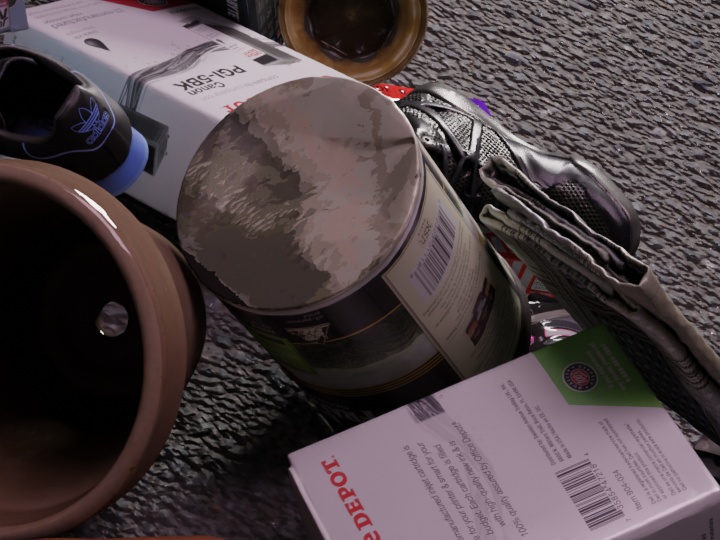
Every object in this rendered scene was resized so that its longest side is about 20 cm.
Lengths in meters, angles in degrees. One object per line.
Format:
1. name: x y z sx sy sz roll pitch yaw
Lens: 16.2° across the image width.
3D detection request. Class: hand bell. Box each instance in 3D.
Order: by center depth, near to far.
1. hand bell: -0.010 -0.183 1.840 0.104 0.104 0.200 22 2 -4

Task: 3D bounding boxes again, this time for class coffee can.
1. coffee can: 0.000 0.000 1.460 0.146 0.146 0.200 50 -1 35

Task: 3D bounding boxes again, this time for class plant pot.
1. plant pot: -0.166 0.038 1.374 0.200 0.201 0.175 33 14 13

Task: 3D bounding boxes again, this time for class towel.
1. towel: 0.154 0.033 1.445 0.200 0.035 0.193 49 -3 -33

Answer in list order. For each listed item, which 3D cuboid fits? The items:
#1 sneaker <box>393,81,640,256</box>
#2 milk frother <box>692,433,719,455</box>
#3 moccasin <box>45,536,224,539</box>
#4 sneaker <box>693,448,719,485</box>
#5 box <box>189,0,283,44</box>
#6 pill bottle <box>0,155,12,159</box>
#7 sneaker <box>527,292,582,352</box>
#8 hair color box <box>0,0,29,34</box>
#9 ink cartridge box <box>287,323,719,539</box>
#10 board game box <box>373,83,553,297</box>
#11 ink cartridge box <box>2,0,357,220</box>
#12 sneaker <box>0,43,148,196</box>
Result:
1. sneaker: 0.082 -0.049 1.659 0.199 0.076 0.114 34 35 21
2. milk frother: 0.287 0.189 1.494 0.180 0.200 0.188 34 -6 -18
3. moccasin: -0.126 0.172 1.261 0.201 0.074 0.078 3 -5 -40
4. sneaker: 0.135 0.154 1.462 0.199 0.072 0.083 -2 43 13
5. box: -0.131 -0.215 1.754 0.159 0.200 0.046 29 77 7
6. pill bottle: -0.249 -0.083 1.536 0.111 0.111 0.200 -9 44 -42
7. sneaker: 0.112 0.070 1.595 0.087 0.074 0.200 28 27 5
8. hair color box: -0.283 -0.173 1.453 0.099 0.061 0.200 -20 27 -30
9. ink cartridge box: 0.079 0.136 1.383 0.199 0.084 0.146 -22 47 -10
10. board game box: 0.043 -0.054 1.751 0.151 0.046 0.200 7 36 -26
11. ink cartridge box: -0.117 -0.109 1.655 0.200 0.083 0.147 27 29 28
12. sneaker: -0.211 -0.100 1.417 0.199 0.078 0.070 16 69 30
